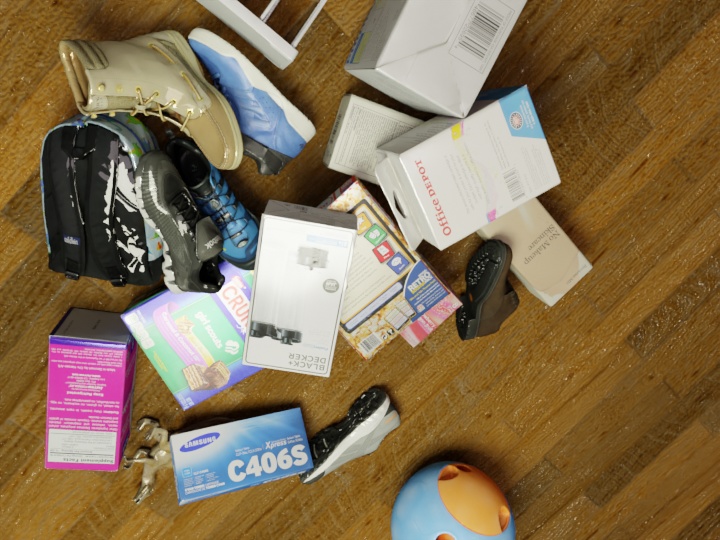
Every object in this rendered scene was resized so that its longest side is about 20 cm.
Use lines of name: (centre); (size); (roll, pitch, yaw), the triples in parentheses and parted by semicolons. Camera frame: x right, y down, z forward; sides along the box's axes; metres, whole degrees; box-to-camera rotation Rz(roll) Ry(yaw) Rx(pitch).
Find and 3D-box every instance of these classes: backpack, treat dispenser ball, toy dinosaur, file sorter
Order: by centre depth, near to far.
file sorter: (-0.133, -0.358, 0.706); (0.199, 0.139, 0.125); (36, 95, -18)
backpack: (-0.321, -0.100, 0.750); (0.162, 0.154, 0.201); (6, 129, 9)
toy dinosaur: (-0.299, 0.269, 0.926); (0.200, 0.058, 0.101); (-44, 126, 1)
treat dispenser ball: (0.149, 0.416, 0.965); (0.199, 0.201, 0.203); (-3, 108, -9)

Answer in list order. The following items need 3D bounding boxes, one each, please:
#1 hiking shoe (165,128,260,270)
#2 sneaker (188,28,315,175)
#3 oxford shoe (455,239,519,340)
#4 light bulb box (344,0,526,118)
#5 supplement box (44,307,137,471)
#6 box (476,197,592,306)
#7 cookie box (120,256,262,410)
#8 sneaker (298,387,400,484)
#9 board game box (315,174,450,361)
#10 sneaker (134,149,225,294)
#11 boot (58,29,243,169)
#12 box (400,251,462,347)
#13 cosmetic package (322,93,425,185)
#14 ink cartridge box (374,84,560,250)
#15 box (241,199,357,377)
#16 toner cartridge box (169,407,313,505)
hiking shoe: (-0.194, -0.084, 0.770); (0.074, 0.087, 0.201); (-36, 83, 1)
sneaker: (-0.164, -0.209, 0.777); (0.200, 0.077, 0.111); (41, 87, -25)
oxford shoe: (0.202, 0.026, 0.896); (0.084, 0.073, 0.201); (-4, 141, -8)
light bulb box: (0.090, -0.308, 0.728); (0.124, 0.200, 0.199); (24, 102, -18)
supplement box: (-0.380, 0.170, 0.844); (0.102, 0.101, 0.202); (8, 106, -13)
box: (0.248, -0.050, 0.902); (0.095, 0.078, 0.200); (-45, 109, 6)
cookie box: (-0.207, 0.077, 0.860); (0.199, 0.075, 0.172); (-28, 108, -2)
sneaker: (-0.018, 0.283, 0.963); (0.200, 0.074, 0.079); (-40, 115, 3)
board game box: (0.000, 0.000, 0.787); (0.151, 0.046, 0.200); (-38, 109, 8)
sneaker: (-0.208, -0.051, 0.721); (0.090, 0.067, 0.201); (11, 128, 23)
boot: (-0.241, -0.193, 0.696); (0.073, 0.155, 0.201); (-37, 82, 45)
box: (0.044, -0.001, 0.870); (0.102, 0.095, 0.200); (-41, 109, 6)
cosmetic package: (0.057, -0.165, 0.834); (0.198, 0.073, 0.104); (18, 102, -16)
ink cartridge box: (0.119, -0.127, 0.749); (0.199, 0.125, 0.129); (-28, 109, -4)
box: (-0.075, 0.025, 0.732); (0.116, 0.060, 0.202); (10, 112, -6)
toner cartridge box: (-0.178, 0.277, 0.895); (0.198, 0.043, 0.096); (-8, 66, -24)
